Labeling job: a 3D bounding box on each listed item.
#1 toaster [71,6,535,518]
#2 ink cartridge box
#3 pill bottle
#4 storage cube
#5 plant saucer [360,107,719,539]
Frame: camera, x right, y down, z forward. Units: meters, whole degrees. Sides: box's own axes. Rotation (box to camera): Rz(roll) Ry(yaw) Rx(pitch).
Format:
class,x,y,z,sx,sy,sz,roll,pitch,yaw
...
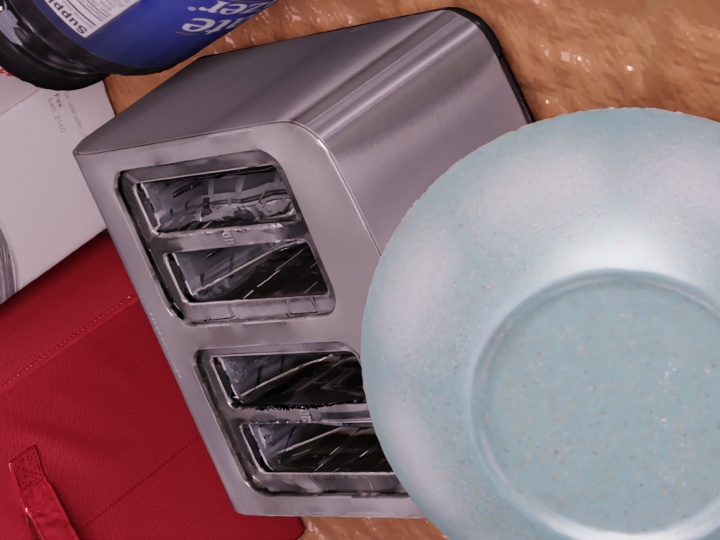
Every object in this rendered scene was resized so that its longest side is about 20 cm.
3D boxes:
class,x,y,z,sx,sy,sz,roll,pitch,yaw
toaster,0.000,0.000,0.920,0.200,0.119,0.181,-4,115,46
ink cartridge box,-0.225,-0.022,1.058,0.146,0.200,0.086,3,121,43
pill bottle,-0.078,-0.144,0.898,0.200,0.112,0.112,-25,99,51
storage cube,-0.166,0.093,1.101,0.200,0.180,0.171,5,121,43
plant saucer,0.095,0.043,0.798,0.201,0.039,0.201,4,112,11
